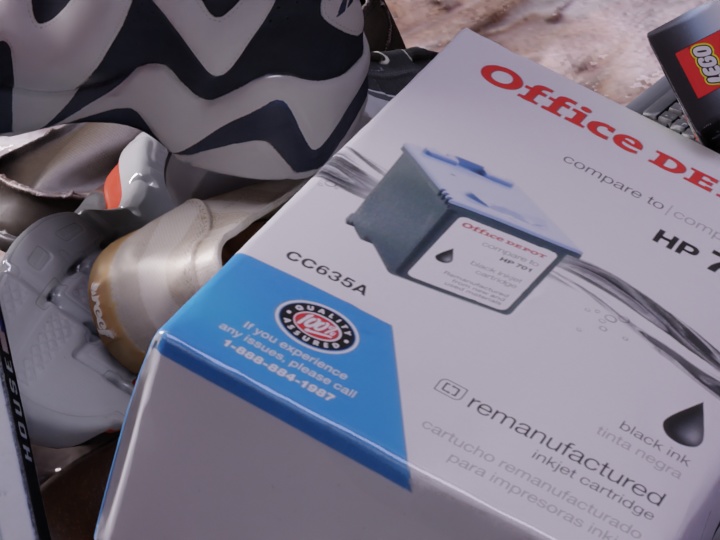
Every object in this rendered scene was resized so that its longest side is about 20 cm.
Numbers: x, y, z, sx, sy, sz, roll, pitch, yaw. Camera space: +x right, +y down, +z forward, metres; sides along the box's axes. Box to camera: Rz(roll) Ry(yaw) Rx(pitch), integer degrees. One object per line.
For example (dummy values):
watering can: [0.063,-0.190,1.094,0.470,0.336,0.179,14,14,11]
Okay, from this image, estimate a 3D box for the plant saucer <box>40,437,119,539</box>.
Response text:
plant saucer: [-0.014,0.100,0.859,0.199,0.035,0.201,-4,29,2]

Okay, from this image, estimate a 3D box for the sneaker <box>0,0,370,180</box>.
sneaker: [-0.093,-0.105,0.889,0.198,0.130,0.080,13,38,11]

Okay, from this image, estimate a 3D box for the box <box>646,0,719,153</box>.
box: [0.155,-0.075,0.950,0.110,0.035,0.200,-28,-7,7]

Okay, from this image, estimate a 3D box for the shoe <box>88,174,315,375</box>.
shoe: [0.000,0.000,0.949,0.053,0.070,0.199,-32,-15,39]

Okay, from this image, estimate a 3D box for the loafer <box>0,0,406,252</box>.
loafer: [-0.065,-0.063,1.109,0.199,0.072,0.073,-28,36,-33]

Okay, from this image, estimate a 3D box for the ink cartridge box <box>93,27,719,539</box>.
ink cartridge box: [0.040,0.032,0.819,0.146,0.086,0.200,27,38,12]

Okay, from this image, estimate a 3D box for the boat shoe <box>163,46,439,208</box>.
boat shoe: [-0.013,-0.047,1.021,0.057,0.069,0.200,46,23,21]

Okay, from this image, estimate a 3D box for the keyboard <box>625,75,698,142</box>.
keyboard: [0.144,-0.045,1.094,0.127,0.021,0.200,15,37,32]

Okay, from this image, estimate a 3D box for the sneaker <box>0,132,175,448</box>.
sneaker: [-0.090,0.022,0.971,0.077,0.082,0.200,45,25,-3]

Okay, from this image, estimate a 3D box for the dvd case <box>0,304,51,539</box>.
dvd case: [-0.202,0.041,0.871,0.199,0.151,0.025,-15,-13,5]
